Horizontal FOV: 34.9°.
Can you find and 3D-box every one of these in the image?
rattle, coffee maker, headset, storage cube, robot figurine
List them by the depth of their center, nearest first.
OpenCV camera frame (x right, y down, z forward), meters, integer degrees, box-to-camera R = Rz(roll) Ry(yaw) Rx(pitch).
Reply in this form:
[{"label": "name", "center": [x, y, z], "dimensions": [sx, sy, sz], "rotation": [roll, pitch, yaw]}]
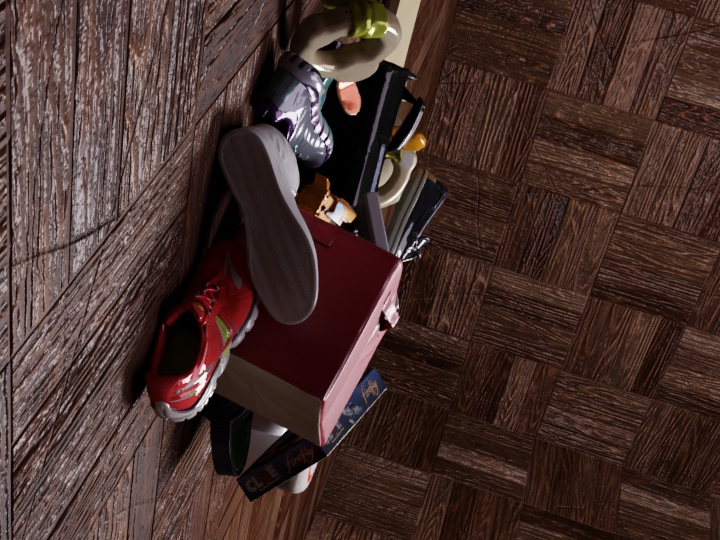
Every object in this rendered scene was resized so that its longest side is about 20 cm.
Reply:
[{"label": "storage cube", "center": [-0.072, 0.057, 1.256], "dimensions": [0.181, 0.198, 0.171], "rotation": [-60, 170, -23]}, {"label": "rattle", "center": [-0.031, -0.280, 1.307], "dimensions": [0.129, 0.144, 0.200], "rotation": [-31, 169, -3]}, {"label": "robot figurine", "center": [-0.058, -0.073, 1.332], "dimensions": [0.059, 0.144, 0.200], "rotation": [-63, 164, -4]}, {"label": "headset", "center": [-0.141, 0.148, 1.385], "dimensions": [0.123, 0.093, 0.203], "rotation": [-34, 125, -82]}, {"label": "coffee maker", "center": [-0.029, -0.183, 1.483], "dimensions": [0.191, 0.134, 0.202], "rotation": [11, 97, -46]}, {"label": "rattle", "center": [0.002, -0.115, 1.612], "dimensions": [0.200, 0.143, 0.131], "rotation": [-41, 127, -6]}]

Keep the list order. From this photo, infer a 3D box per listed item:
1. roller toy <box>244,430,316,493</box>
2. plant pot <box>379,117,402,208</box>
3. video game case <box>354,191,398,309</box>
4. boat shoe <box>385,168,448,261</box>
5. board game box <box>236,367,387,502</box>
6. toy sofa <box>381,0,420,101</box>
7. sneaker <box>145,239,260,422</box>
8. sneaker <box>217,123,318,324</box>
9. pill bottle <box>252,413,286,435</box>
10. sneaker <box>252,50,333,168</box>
[{"label": "roller toy", "center": [-0.110, 0.232, 1.718], "dimensions": [0.200, 0.138, 0.185], "rotation": [-36, 143, -82]}, {"label": "plant pot", "center": [0.011, -0.170, 1.756], "dimensions": [0.200, 0.133, 0.203], "rotation": [17, 90, -85]}, {"label": "video game case", "center": [0.000, 0.000, 1.446], "dimensions": [0.200, 0.018, 0.145], "rotation": [137, -56, -69]}, {"label": "boat shoe", "center": [0.065, -0.044, 1.619], "dimensions": [0.202, 0.062, 0.075], "rotation": [-65, -168, -3]}, {"label": "board game box", "center": [-0.058, 0.204, 1.442], "dimensions": [0.135, 0.035, 0.200], "rotation": [-36, -178, 29]}, {"label": "toy sofa", "center": [0.042, -0.376, 1.821], "dimensions": [0.082, 0.097, 0.202], "rotation": [-10, 120, -56]}, {"label": "sneaker", "center": [-0.152, 0.047, 1.112], "dimensions": [0.085, 0.076, 0.202], "rotation": [81, 22, -56]}, {"label": "sneaker", "center": [-0.080, -0.054, 1.171], "dimensions": [0.116, 0.073, 0.202], "rotation": [-55, 131, -74]}, {"label": "pill bottle", "center": [-0.106, 0.116, 1.557], "dimensions": [0.111, 0.110, 0.202], "rotation": [-14, 121, -84]}, {"label": "sneaker", "center": [-0.085, -0.157, 1.277], "dimensions": [0.088, 0.074, 0.200], "rotation": [-52, 161, -18]}]
